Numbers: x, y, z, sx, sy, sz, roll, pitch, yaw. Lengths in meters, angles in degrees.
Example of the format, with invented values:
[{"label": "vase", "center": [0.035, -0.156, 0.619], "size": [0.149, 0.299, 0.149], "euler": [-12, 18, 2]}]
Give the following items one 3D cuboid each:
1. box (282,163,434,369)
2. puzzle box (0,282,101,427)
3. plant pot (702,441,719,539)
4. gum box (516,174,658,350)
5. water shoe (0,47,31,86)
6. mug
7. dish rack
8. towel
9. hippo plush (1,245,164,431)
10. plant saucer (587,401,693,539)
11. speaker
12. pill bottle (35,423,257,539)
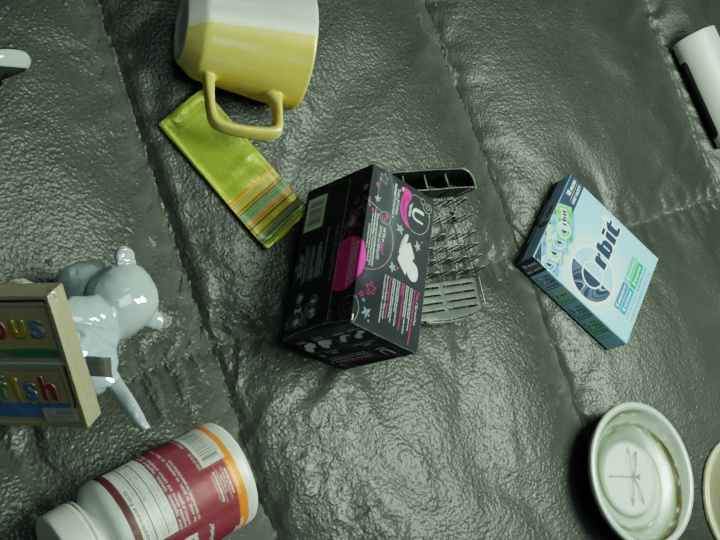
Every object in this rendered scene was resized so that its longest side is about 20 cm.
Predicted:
[{"label": "box", "center": [0.000, 0.000, 1.193], "size": [0.114, 0.131, 0.203], "euler": [28, 60, -35]}, {"label": "puzzle box", "center": [-0.339, 0.077, 0.899], "size": [0.025, 0.196, 0.135], "euler": [-55, 139, -59]}, {"label": "plant pot", "center": [0.642, 0.332, 1.463], "size": [0.198, 0.183, 0.204], "euler": [11, 67, -29]}, {"label": "gum box", "center": [0.340, -0.013, 1.473], "size": [0.199, 0.044, 0.171], "euler": [41, 57, -14]}, {"label": "water shoe", "center": [-0.437, -0.183, 1.035], "size": [0.198, 0.071, 0.080], "euler": [-22, 114, -37]}, {"label": "mug", "center": [-0.140, -0.269, 1.191], "size": [0.151, 0.151, 0.188], "euler": [6, 39, -22]}, {"label": "dish rack", "center": [0.101, -0.032, 1.322], "size": [0.151, 0.054, 0.204], "euler": [-7, 78, -33]}, {"label": "towel", "center": [-0.152, -0.125, 1.214], "size": [0.201, 0.018, 0.086], "euler": [49, 54, -9]}, {"label": "hippo plush", "center": [-0.277, 0.038, 0.983], "size": [0.162, 0.197, 0.161], "euler": [-59, 138, -42]}, {"label": "plant saucer", "center": [0.382, 0.289, 1.393], "size": [0.197, 0.050, 0.204], "euler": [12, 67, -29]}, {"label": "speaker", "center": [0.622, -0.321, 1.737], "size": [0.080, 0.081, 0.203], "euler": [-20, 86, -35]}, {"label": "pill bottle", "center": [-0.211, 0.244, 0.991], "size": [0.198, 0.114, 0.116], "euler": [-24, 87, -35]}]
